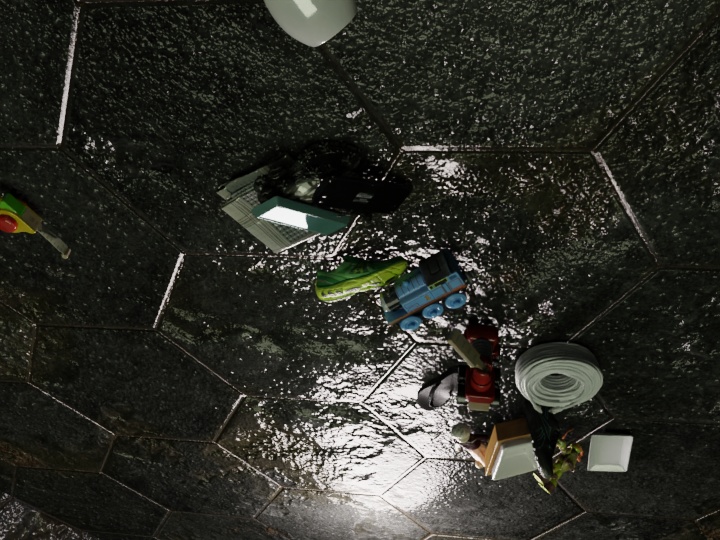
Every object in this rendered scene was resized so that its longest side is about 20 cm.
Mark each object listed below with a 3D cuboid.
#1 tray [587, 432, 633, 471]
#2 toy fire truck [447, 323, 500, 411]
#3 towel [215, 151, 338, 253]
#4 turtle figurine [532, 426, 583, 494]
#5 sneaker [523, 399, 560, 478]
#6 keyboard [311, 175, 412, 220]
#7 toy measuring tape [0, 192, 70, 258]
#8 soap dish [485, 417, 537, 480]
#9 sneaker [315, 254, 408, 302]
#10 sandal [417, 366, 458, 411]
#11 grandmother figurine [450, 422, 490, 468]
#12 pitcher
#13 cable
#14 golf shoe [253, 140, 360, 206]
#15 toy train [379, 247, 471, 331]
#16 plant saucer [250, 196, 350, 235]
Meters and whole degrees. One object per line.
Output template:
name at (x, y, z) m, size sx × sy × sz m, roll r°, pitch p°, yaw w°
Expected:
tray at (0.669, 0.485, 1.968) m, size 0.105 × 0.022 × 0.201 m, roll -1°, pitch 139°, yaw 13°
toy fire truck at (0.245, 0.178, 1.571) m, size 0.126 × 0.178 × 0.202 m, roll 5°, pitch 140°, yaw 6°
towel at (-0.156, -0.122, 1.411) m, size 0.191 × 0.035 × 0.200 m, roll -20°, pitch 131°, yaw 31°
turtle figurine at (0.536, 0.512, 1.931) m, size 0.064 × 0.161 × 0.201 m, roll 39°, pitch 168°, yaw 39°
sneaker at (0.450, 0.401, 1.779) m, size 0.078 × 0.203 × 0.076 m, roll -10°, pitch 146°, yaw 10°
keyboard at (-0.006, -0.139, 1.320) m, size 0.198 × 0.040 × 0.104 m, roll 3°, pitch 142°, yaw -39°
toy measuring tape at (-0.699, -0.090, 1.529) m, size 0.073 × 0.074 × 0.201 m, roll -15°, pitch 134°, yaw 26°
soap dish at (0.408, 0.461, 1.914) m, size 0.155 × 0.082 × 0.202 m, roll -10°, pitch 141°, yaw -11°
sneaker at (0.000, 0.000, 1.490) m, size 0.197 × 0.085 × 0.074 m, roll -15°, pitch 158°, yaw 0°
sandal at (0.201, 0.304, 1.830) m, size 0.075 × 0.043 × 0.201 m, roll 21°, pitch 138°, yaw -14°
grandmother figurine at (0.309, 0.476, 2.001) m, size 0.120 × 0.061 × 0.200 m, roll -28°, pitch 131°, yaw 20°
pitcher at (-0.073, -0.426, 0.990) m, size 0.170 × 0.122 × 0.201 m, roll -30°, pitch 117°, yaw 18°
cable at (0.457, 0.243, 1.691) m, size 0.198 × 0.070 × 0.200 m, roll -23°, pitch 129°, yaw 32°
golf shoe at (-0.090, -0.164, 1.311) m, size 0.197 × 0.079 × 0.095 m, roll -19°, pitch 153°, yaw 5°
toy train at (0.127, 0.043, 1.483) m, size 0.198 × 0.088 × 0.114 m, roll -27°, pitch 136°, yaw 14°
plant saucer at (-0.105, -0.096, 1.336) m, size 0.069 × 0.019 × 0.199 m, roll -23°, pitch 157°, yaw 35°
